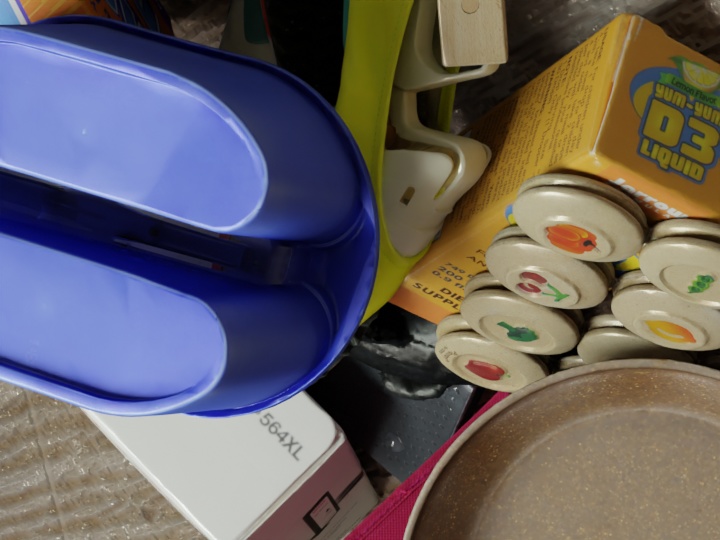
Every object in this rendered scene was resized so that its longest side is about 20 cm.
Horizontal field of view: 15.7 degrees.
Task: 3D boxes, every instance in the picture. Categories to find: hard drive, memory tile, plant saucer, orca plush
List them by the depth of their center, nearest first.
[{"bbox_3d":[0.115,0.027,1.025,0.153,0.017,0.200,20,156,-2],"label":"memory tile"},{"bbox_3d":[0.115,0.131,1.045,0.200,0.200,0.037,52,-168,-1],"label":"plant saucer"},{"bbox_3d":[0.000,0.000,1.149,0.200,0.071,0.105,38,115,11],"label":"orca plush"},{"bbox_3d":[-0.019,0.009,1.264,0.200,0.042,0.135,43,152,14],"label":"hard drive"}]

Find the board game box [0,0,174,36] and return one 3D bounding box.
[{"bbox_3d":[-0.206,-0.103,1.140,0.200,0.200,0.200,60,-173,-31],"label":"board game box"}]

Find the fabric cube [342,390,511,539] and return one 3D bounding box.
[{"bbox_3d":[0.064,0.207,1.175,0.199,0.200,0.196,44,167,14],"label":"fabric cube"}]

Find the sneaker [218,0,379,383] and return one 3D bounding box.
[{"bbox_3d":[-0.029,-0.046,1.113,0.093,0.070,0.200,155,118,-70],"label":"sneaker"}]

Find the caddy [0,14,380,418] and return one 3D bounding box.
[{"bbox_3d":[-0.092,-0.021,0.997,0.200,0.105,0.142,17,98,20],"label":"caddy"}]

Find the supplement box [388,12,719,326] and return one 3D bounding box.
[{"bbox_3d":[0.078,-0.030,1.030,0.066,0.069,0.200,25,154,-15],"label":"supplement box"}]

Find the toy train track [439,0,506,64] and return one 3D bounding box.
[{"bbox_3d":[-0.003,-0.134,0.971,0.200,0.033,0.115,-3,106,8],"label":"toy train track"}]

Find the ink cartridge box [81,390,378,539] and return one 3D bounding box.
[{"bbox_3d":[-0.075,0.079,1.318,0.146,0.084,0.200,44,174,14],"label":"ink cartridge box"}]

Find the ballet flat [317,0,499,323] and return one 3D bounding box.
[{"bbox_3d":[0.021,-0.068,1.018,0.067,0.067,0.200,12,98,28],"label":"ballet flat"}]
